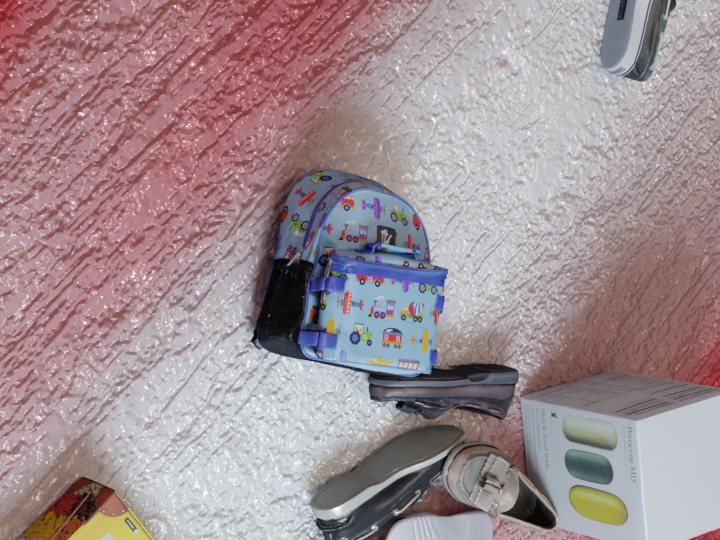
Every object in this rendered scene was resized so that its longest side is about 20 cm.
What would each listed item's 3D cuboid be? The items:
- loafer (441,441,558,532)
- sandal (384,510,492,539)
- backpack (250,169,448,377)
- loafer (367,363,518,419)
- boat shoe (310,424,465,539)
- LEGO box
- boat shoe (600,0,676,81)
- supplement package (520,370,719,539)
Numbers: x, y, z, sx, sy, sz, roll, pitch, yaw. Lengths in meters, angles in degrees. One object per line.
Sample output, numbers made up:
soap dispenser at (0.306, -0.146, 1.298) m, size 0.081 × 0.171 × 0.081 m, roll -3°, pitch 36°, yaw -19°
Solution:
loafer at (0.161, 0.242, 1.753) m, size 0.072 × 0.063 × 0.200 m, roll -61°, pitch 143°, yaw -5°
sandal at (0.075, 0.304, 1.746) m, size 0.206 × 0.059 × 0.080 m, roll 5°, pitch 84°, yaw -55°
backpack at (0.000, 0.000, 1.626) m, size 0.181 × 0.134 × 0.202 m, roll 15°, pitch 83°, yaw -34°
loafer at (0.093, 0.139, 1.737) m, size 0.199 × 0.072 × 0.064 m, roll -1°, pitch 99°, yaw -37°
boat shoe at (0.036, 0.231, 1.702) m, size 0.199 × 0.074 × 0.061 m, roll -30°, pitch 115°, yaw -32°
LEGO box at (-0.246, 0.324, 1.518) m, size 0.149 × 0.077 × 0.201 m, roll -44°, pitch 116°, yaw -23°
boat shoe at (0.341, -0.321, 1.861) m, size 0.068 × 0.073 × 0.201 m, roll 14°, pitch 86°, yaw -29°
supplement package at (0.305, 0.211, 1.803) m, size 0.150 × 0.199 × 0.153 m, roll -12°, pitch 99°, yaw -32°
